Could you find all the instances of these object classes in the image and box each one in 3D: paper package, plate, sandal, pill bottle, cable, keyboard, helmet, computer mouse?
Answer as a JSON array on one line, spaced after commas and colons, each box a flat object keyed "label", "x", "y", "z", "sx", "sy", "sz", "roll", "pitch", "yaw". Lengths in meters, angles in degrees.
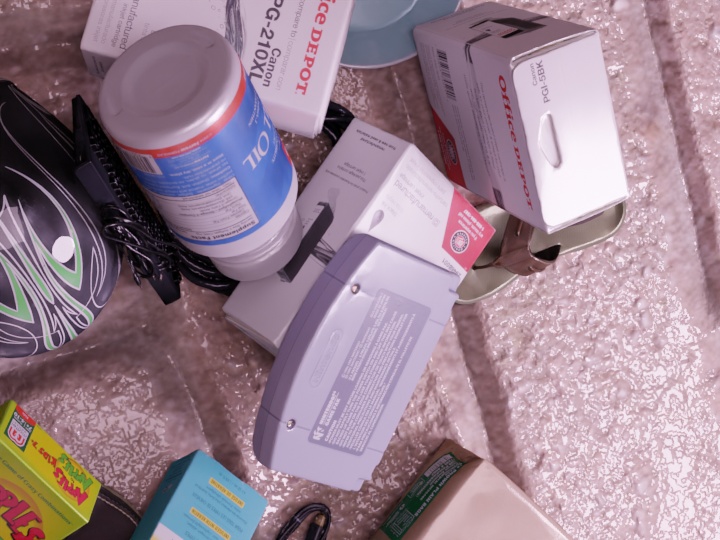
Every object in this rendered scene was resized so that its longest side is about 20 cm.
[{"label": "paper package", "x": 0.093, "y": 0.288, "z": 1.325, "sx": 0.190, "sy": 0.103, "sz": 0.200, "roll": 42, "pitch": 83, "yaw": -16}, {"label": "plate", "x": 0.000, "y": -0.275, "z": 1.292, "sx": 0.197, "sy": 0.026, "sz": 0.203, "roll": -2, "pitch": 95, "yaw": -18}, {"label": "sandal", "x": 0.154, "y": -0.034, "z": 1.341, "sx": 0.199, "sy": 0.057, "sz": 0.081, "roll": -25, "pitch": 101, "yaw": -14}, {"label": "pill bottle", "x": -0.112, "y": -0.082, "z": 1.143, "sx": 0.112, "sy": 0.112, "sz": 0.201, "roll": -41, "pitch": 144, "yaw": -10}, {"label": "cable", "x": -0.075, "y": -0.068, "z": 1.273, "sx": 0.198, "sy": 0.051, "sz": 0.165, "roll": -25, "pitch": 101, "yaw": -14}, {"label": "keyboard", "x": -0.165, "y": -0.043, "z": 1.144, "sx": 0.039, "sy": 0.201, "sz": 0.105, "roll": -15, "pitch": 57, "yaw": 7}, {"label": "helmet", "x": -0.275, "y": -0.029, "z": 1.153, "sx": 0.199, "sy": 0.200, "sz": 0.192, "roll": -34, "pitch": 86, "yaw": -11}, {"label": "computer mouse", "x": -0.064, "y": 0.303, "z": 1.314, "sx": 0.058, "sy": 0.034, "sz": 0.203, "roll": 15, "pitch": 90, "yaw": -16}]

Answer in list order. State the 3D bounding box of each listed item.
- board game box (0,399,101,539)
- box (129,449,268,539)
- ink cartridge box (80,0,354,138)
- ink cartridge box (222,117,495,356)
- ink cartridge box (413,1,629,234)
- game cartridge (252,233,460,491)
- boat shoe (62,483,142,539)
[{"label": "board game box", "x": -0.311, "y": 0.195, "z": 1.166, "sx": 0.199, "sy": 0.048, "sz": 0.102, "roll": -34, "pitch": 112, "yaw": 22}, {"label": "box", "x": -0.157, "y": 0.253, "z": 1.226, "sx": 0.082, "sy": 0.049, "sz": 0.201, "roll": 39, "pitch": 53, "yaw": -16}, {"label": "ink cartridge box", "x": -0.108, "y": -0.208, "z": 1.203, "sx": 0.197, "sy": 0.084, "sz": 0.147, "roll": 16, "pitch": 82, "yaw": -3}, {"label": "ink cartridge box", "x": 0.000, "y": 0.000, "z": 1.258, "sx": 0.201, "sy": 0.083, "sz": 0.144, "roll": -55, "pitch": 133, "yaw": -5}, {"label": "ink cartridge box", "x": 0.131, "y": -0.133, "z": 1.239, "sx": 0.082, "sy": 0.200, "sz": 0.148, "roll": -21, "pitch": 113, "yaw": -14}, {"label": "game cartridge", "x": -0.007, "y": 0.075, "z": 1.206, "sx": 0.133, "sy": 0.040, "sz": 0.202, "roll": 22, "pitch": 95, "yaw": -47}, {"label": "boat shoe", "x": -0.267, "y": 0.194, "z": 1.227, "sx": 0.198, "sy": 0.065, "sz": 0.074, "roll": 24, "pitch": 86, "yaw": -18}]
